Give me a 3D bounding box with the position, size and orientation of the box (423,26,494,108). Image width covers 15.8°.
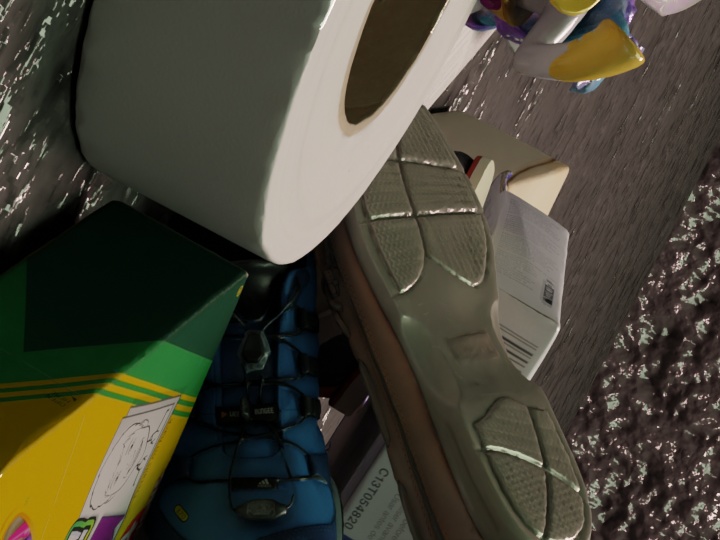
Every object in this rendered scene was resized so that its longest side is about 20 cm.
[{"bbox_3d":[0.031,-0.107,1.108,0.200,0.039,0.042,-51,164,-47],"label":"box"}]

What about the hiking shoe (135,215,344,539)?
[{"bbox_3d":[-0.047,0.040,0.908,0.200,0.074,0.087,-102,-170,-50],"label":"hiking shoe"}]

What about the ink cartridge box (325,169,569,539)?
[{"bbox_3d":[0.021,0.067,1.074,0.200,0.041,0.200,-58,-177,16],"label":"ink cartridge box"}]

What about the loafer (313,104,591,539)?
[{"bbox_3d":[0.016,0.024,0.925,0.072,0.201,0.063,2,149,-47],"label":"loafer"}]

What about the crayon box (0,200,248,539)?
[{"bbox_3d":[-0.123,0.097,0.808,0.200,0.058,0.173,-66,170,26],"label":"crayon box"}]

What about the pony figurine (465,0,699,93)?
[{"bbox_3d":[0.095,-0.148,0.992,0.193,0.167,0.200,-44,-159,-13],"label":"pony figurine"}]

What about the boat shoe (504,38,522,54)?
[{"bbox_3d":[0.109,-0.183,1.116,0.074,0.065,0.203,36,69,-55],"label":"boat shoe"}]

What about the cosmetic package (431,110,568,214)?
[{"bbox_3d":[0.034,-0.017,1.263,0.104,0.073,0.200,-65,170,12],"label":"cosmetic package"}]

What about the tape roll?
[{"bbox_3d":[-0.010,-0.105,0.829,0.203,0.071,0.203,-59,169,-20],"label":"tape roll"}]

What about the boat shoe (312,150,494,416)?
[{"bbox_3d":[0.000,0.000,1.054,0.071,0.062,0.200,-57,-179,-27],"label":"boat shoe"}]
